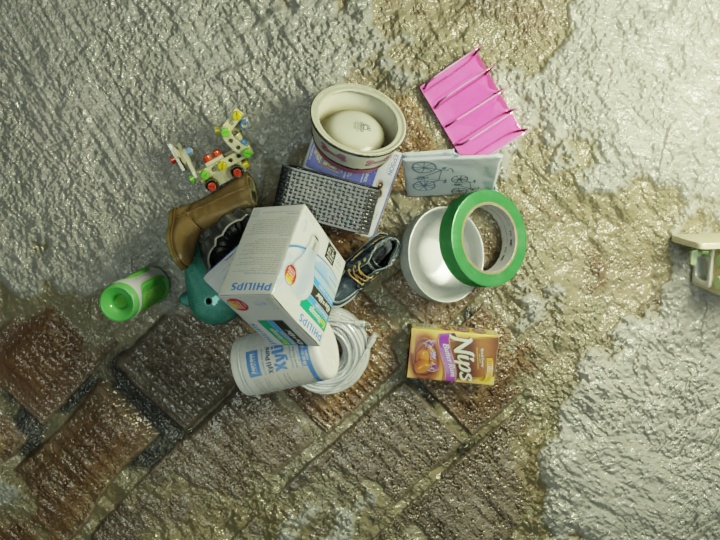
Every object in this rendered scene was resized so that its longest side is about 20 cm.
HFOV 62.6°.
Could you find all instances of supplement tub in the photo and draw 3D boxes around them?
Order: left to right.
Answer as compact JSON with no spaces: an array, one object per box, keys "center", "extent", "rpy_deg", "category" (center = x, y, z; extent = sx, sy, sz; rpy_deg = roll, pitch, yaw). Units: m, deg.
[{"center":[-0.156,0.182,1.245],"extent":[0.198,0.132,0.133],"rpy_deg":[-15,99,14],"category":"supplement tub"}]

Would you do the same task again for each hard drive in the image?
[{"center":[-0.218,0.029,1.234],"extent":[0.132,0.025,0.200],"rpy_deg":[-43,138,-7],"category":"hard drive"}]

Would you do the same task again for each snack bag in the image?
[{"center":[0.185,-0.197,1.203],"extent":[0.198,0.189,0.022],"rpy_deg":[-1,74,8],"category":"snack bag"}]

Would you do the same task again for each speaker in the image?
[{"center":[-0.476,0.047,1.263],"extent":[0.087,0.200,0.089],"rpy_deg":[0,101,2],"category":"speaker"}]

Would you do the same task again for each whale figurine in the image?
[{"center":[-0.341,0.028,1.304],"extent":[0.158,0.104,0.201],"rpy_deg":[-33,97,8],"category":"whale figurine"}]

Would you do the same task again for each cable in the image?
[{"center":[-0.077,0.177,1.339],"extent":[0.198,0.069,0.202],"rpy_deg":[21,101,-1],"category":"cable"}]

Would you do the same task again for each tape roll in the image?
[{"center":[0.259,-0.066,1.245],"extent":[0.199,0.048,0.203],"rpy_deg":[2,86,-27],"category":"tape roll"}]

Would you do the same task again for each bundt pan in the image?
[{"center":[-0.241,-0.047,1.234],"extent":[0.201,0.076,0.203],"rpy_deg":[-23,133,-27],"category":"bundt pan"}]

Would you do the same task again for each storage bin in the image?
[{"center":[-0.066,-0.146,1.203],"extent":[0.198,0.135,0.095],"rpy_deg":[14,101,0],"category":"storage bin"}]

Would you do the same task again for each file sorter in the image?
[{"center":[0.233,-0.332,1.207],"extent":[0.138,0.125,0.201],"rpy_deg":[-32,98,8],"category":"file sorter"}]

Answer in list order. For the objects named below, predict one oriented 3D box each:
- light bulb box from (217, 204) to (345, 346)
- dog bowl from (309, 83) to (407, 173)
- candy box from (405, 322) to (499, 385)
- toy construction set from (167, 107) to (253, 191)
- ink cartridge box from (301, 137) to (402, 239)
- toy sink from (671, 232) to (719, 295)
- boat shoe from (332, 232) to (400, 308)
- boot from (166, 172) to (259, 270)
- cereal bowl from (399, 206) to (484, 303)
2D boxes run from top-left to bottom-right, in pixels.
[{"center":[-0.143,0.014,1.146],"extent":[0.124,0.199,0.201],"rpy_deg":[-1,56,27],"category":"light bulb box"},{"center":[-0.010,-0.284,1.205],"extent":[0.198,0.201,0.074],"rpy_deg":[20,145,-2],"category":"dog bowl"},{"center":[0.206,0.187,1.336],"extent":[0.198,0.056,0.118],"rpy_deg":[4,100,0],"category":"candy box"},{"center":[-0.311,-0.250,1.259],"extent":[0.198,0.092,0.132],"rpy_deg":[-20,121,13],"category":"toy construction set"},{"center":[-0.032,-0.194,1.285],"extent":[0.198,0.047,0.199],"rpy_deg":[20,99,-4],"category":"ink cartridge box"},{"center":[0.775,-0.015,1.241],"extent":[0.198,0.130,0.113],"rpy_deg":[-1,101,2],"category":"toy sink"},{"center":[0.000,0.000,1.236],"extent":[0.071,0.091,0.201],"rpy_deg":[42,86,-14],"category":"boat shoe"},{"center":[-0.312,-0.109,1.260],"extent":[0.198,0.066,0.176],"rpy_deg":[-22,56,7],"category":"boot"},{"center":[0.164,-0.032,1.267],"extent":[0.198,0.083,0.202],"rpy_deg":[1,88,-26],"category":"cereal bowl"}]
